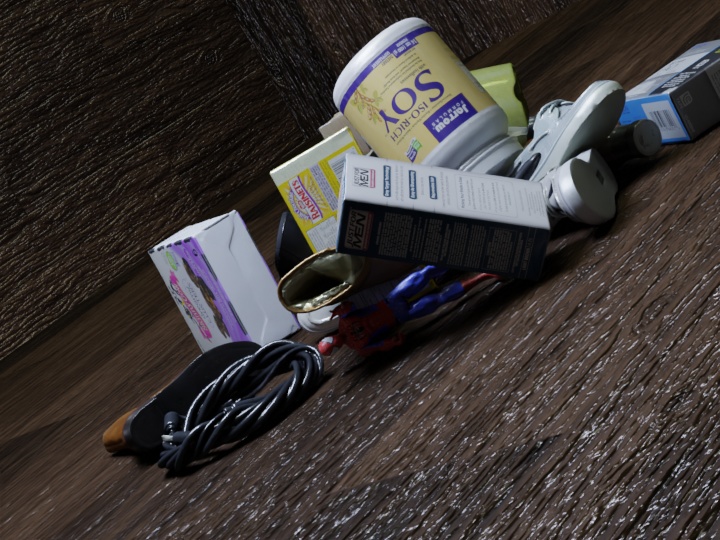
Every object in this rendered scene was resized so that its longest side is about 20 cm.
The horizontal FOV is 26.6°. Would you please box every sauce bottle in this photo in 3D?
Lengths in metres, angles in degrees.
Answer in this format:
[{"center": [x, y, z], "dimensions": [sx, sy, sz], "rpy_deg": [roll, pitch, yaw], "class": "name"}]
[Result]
[{"center": [0.257, -0.134, 1.702], "dimensions": [0.066, 0.067, 0.199], "rpy_deg": [-35, 11, -25], "class": "sauce bottle"}]

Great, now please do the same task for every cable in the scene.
[{"center": [-0.127, 0.135, 1.569], "dimensions": [0.198, 0.051, 0.163], "rpy_deg": [-28, 10, 13], "class": "cable"}]

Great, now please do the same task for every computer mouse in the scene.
[{"center": [-0.075, -0.041, 1.982], "dimensions": [0.201, 0.045, 0.142], "rpy_deg": [91, -170, -65], "class": "computer mouse"}]

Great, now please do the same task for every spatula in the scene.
[{"center": [0.138, -0.060, 1.630], "dimensions": [0.200, 0.021, 0.057], "rpy_deg": [-49, -3, 41], "class": "spatula"}]

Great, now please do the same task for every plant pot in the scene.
[{"center": [0.140, -0.191, 2.062], "dimensions": [0.182, 0.203, 0.201], "rpy_deg": [-18, 12, 10], "class": "plant pot"}]

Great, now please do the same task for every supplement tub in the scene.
[{"center": [0.079, -0.171, 1.744], "dimensions": [0.145, 0.200, 0.146], "rpy_deg": [-39, -11, -9], "class": "supplement tub"}]

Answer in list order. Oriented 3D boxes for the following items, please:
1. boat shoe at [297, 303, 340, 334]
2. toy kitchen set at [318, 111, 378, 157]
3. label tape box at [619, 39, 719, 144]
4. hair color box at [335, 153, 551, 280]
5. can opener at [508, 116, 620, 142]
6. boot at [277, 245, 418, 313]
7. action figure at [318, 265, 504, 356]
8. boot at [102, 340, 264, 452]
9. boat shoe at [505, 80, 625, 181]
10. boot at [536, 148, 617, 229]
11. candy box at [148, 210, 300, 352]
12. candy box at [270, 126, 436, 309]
[{"center": [0.000, 0.000, 1.712], "dimensions": [0.199, 0.071, 0.070], "rpy_deg": [-40, -4, 14], "class": "boat shoe"}, {"center": [-0.033, -0.064, 1.833], "dimensions": [0.179, 0.201, 0.163], "rpy_deg": [-28, 9, 18], "class": "toy kitchen set"}, {"center": [0.397, -0.217, 1.696], "dimensions": [0.199, 0.064, 0.144], "rpy_deg": [-34, 10, -13], "class": "label tape box"}, {"center": [0.077, -0.052, 1.462], "dimensions": [0.197, 0.061, 0.100], "rpy_deg": [9, 29, -4], "class": "hair color box"}, {"center": [0.215, -0.156, 1.828], "dimensions": [0.197, 0.067, 0.053], "rpy_deg": [-2, 17, 8], "class": "can opener"}, {"center": [0.005, -0.010, 1.547], "dimensions": [0.174, 0.066, 0.200], "rpy_deg": [-35, -3, 3], "class": "boot"}, {"center": [0.043, 0.033, 1.505], "dimensions": [0.198, 0.066, 0.099], "rpy_deg": [-30, 0, 6], "class": "action figure"}, {"center": [-0.203, 0.153, 1.760], "dimensions": [0.188, 0.069, 0.200], "rpy_deg": [-42, 4, -18], "class": "boot"}, {"center": [0.213, -0.144, 1.647], "dimensions": [0.070, 0.072, 0.201], "rpy_deg": [-17, -28, -37], "class": "boat shoe"}, {"center": [0.204, -0.066, 1.546], "dimensions": [0.095, 0.074, 0.200], "rpy_deg": [-34, 0, 19], "class": "boot"}, {"center": [-0.177, 0.023, 1.939], "dimensions": [0.071, 0.169, 0.200], "rpy_deg": [-32, 9, -23], "class": "candy box"}, {"center": [-0.008, -0.044, 1.662], "dimensions": [0.101, 0.202, 0.026], "rpy_deg": [-29, -3, 6], "class": "candy box"}]
